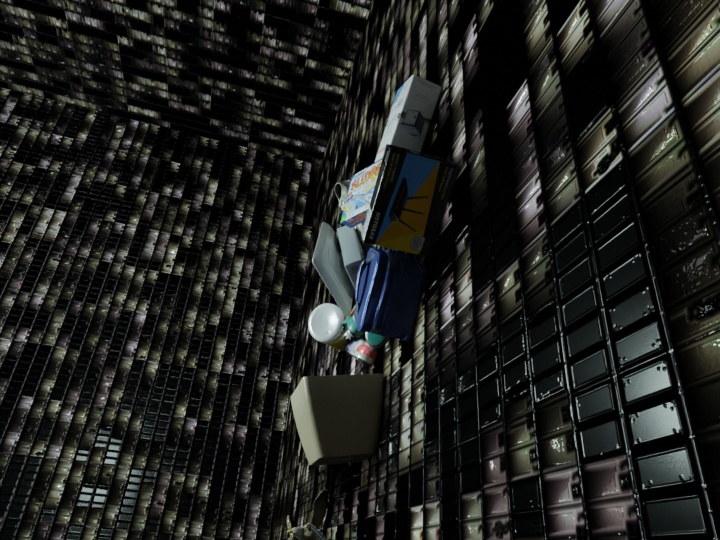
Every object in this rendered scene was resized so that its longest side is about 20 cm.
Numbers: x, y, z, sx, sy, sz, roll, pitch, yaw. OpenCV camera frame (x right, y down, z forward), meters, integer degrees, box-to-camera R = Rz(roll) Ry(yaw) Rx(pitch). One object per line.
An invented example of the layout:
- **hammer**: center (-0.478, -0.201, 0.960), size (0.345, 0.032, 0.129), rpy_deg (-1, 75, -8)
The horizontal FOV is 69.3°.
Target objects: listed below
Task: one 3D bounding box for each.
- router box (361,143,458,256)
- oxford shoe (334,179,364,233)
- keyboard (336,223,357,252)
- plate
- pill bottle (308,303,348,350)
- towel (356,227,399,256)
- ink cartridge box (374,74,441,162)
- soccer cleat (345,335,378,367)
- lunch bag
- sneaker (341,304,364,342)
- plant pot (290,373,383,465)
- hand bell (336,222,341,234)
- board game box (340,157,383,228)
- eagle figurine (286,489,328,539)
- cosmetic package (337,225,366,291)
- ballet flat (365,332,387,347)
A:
- **router box**: center (0.098, -0.142, 1.072), size (0.051, 0.147, 0.202), rpy_deg (-103, 26, -64)
- **oxford shoe**: center (-0.024, -0.166, 1.364), size (0.076, 0.057, 0.201), rpy_deg (104, 153, -42)
- **keyboard**: center (-0.018, -0.103, 1.476), size (0.200, 0.020, 0.129), rpy_deg (16, -101, -66)
- **plate**: center (-0.058, -0.008, 1.401), size (0.200, 0.032, 0.201), rpy_deg (-83, -31, -56)
- **pill bottle**: center (-0.066, 0.169, 1.512), size (0.200, 0.108, 0.111), rpy_deg (43, -127, -64)
- **towel**: center (0.059, -0.123, 1.343), size (0.201, 0.085, 0.167), rpy_deg (99, 159, -44)
- **ink cartridge box**: center (0.115, -0.363, 1.309), size (0.146, 0.085, 0.202), rpy_deg (-158, 85, -78)
- **soccer cleat**: center (0.009, 0.209, 1.413), size (0.074, 0.068, 0.200), rpy_deg (-60, 8, -8)
- **lunch bag**: center (0.054, 0.042, 1.152), size (0.136, 0.131, 0.202), rpy_deg (-137, 58, -76)
- **sneaker**: center (-0.015, 0.144, 1.412), size (0.080, 0.071, 0.200), rpy_deg (-43, -1, 5)
- **plant pot**: center (-0.054, 0.369, 1.264), size (0.200, 0.197, 0.179), rpy_deg (122, 146, -59)
- **hand bell**: center (0.001, -0.145, 1.648), size (0.200, 0.103, 0.105), rpy_deg (142, 138, -67)
- **board game box**: center (0.033, -0.191, 1.232), size (0.199, 0.034, 0.137), rpy_deg (-20, 52, 53)
- **eagle figurine**: center (-0.144, 0.764, 1.528), size (0.200, 0.151, 0.152), rpy_deg (-41, 72, 22)
- **cosmetic package**: center (0.000, 0.000, 1.369), size (0.152, 0.051, 0.201), rpy_deg (-107, -5, -47)
- **ballet flat**: center (0.058, 0.094, 1.294), size (0.067, 0.067, 0.202), rpy_deg (67, -144, -76)
